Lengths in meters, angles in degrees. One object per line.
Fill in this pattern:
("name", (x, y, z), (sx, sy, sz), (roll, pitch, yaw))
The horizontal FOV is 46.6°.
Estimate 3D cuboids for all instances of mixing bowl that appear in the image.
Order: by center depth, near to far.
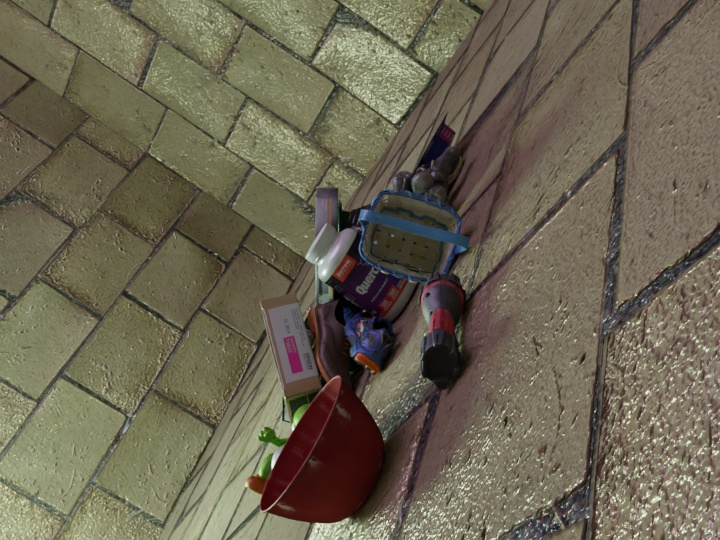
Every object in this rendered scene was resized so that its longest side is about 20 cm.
("mixing bowl", (-0.037, 0.253, 1.100), (0.201, 0.108, 0.200), (-55, 8, 11))

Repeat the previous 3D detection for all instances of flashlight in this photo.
("flashlight", (0.106, 0.069, 1.090), (0.068, 0.067, 0.200), (-51, 8, 22))

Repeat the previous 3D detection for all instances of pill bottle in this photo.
("pill bottle", (0.000, 0.000, 1.541), (0.113, 0.199, 0.113), (-55, 8, 11))

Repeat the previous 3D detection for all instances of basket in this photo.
("basket", (0.086, -0.055, 1.364), (0.200, 0.174, 0.141), (82, -155, -81))

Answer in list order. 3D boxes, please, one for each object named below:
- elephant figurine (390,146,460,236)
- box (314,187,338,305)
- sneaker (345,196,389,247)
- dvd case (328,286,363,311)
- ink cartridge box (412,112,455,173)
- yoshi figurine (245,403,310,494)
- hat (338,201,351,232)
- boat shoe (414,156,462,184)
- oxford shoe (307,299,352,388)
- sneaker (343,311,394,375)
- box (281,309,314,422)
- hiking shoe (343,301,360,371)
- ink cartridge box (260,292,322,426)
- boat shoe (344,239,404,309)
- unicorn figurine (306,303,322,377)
("elephant figurine", (0.131, -0.151, 1.678), (0.153, 0.144, 0.200), (-11, 16, 17))
("box", (-0.070, -0.045, 1.749), (0.160, 0.047, 0.202), (-91, 3, -45))
("sneaker", (0.019, -0.053, 1.682), (0.098, 0.071, 0.203), (-12, 53, 19))
("dvd case", (-0.023, 0.050, 1.773), (0.149, 0.016, 0.202), (-51, -26, -37))
("ink cartridge box", (0.156, -0.229, 1.922), (0.198, 0.043, 0.201), (-61, -5, -25))
("yoshi figurine", (-0.116, 0.308, 1.457), (0.201, 0.112, 0.112), (-57, 23, -13))
("hat", (0.038, -0.072, 1.818), (0.167, 0.173, 0.202), (93, 175, -50))
("boat shoe", (0.147, -0.194, 1.779), (0.073, 0.065, 0.201), (-2, 43, 53))
("oxford shoe", (-0.042, 0.141, 1.535), (0.072, 0.071, 0.202), (-28, 58, 16))
("sneaker", (0.025, 0.115, 1.466), (0.079, 0.075, 0.200), (-47, 17, 7))
("box", (-0.120, 0.209, 1.832), (0.201, 0.049, 0.162), (-67, -16, -52))
("hiking shoe", (-0.005, 0.116, 1.652), (0.087, 0.074, 0.201), (-46, 21, 22))
("ink cartridge box", (-0.127, 0.171, 1.582), (0.165, 0.074, 0.202), (92, 162, -62))
("boat shoe", (0.053, 0.001, 1.717), (0.201, 0.060, 0.073), (-43, -31, -20))
("unicorn figurine", (-0.067, 0.160, 1.713), (0.138, 0.072, 0.204), (-80, -11, -75))
